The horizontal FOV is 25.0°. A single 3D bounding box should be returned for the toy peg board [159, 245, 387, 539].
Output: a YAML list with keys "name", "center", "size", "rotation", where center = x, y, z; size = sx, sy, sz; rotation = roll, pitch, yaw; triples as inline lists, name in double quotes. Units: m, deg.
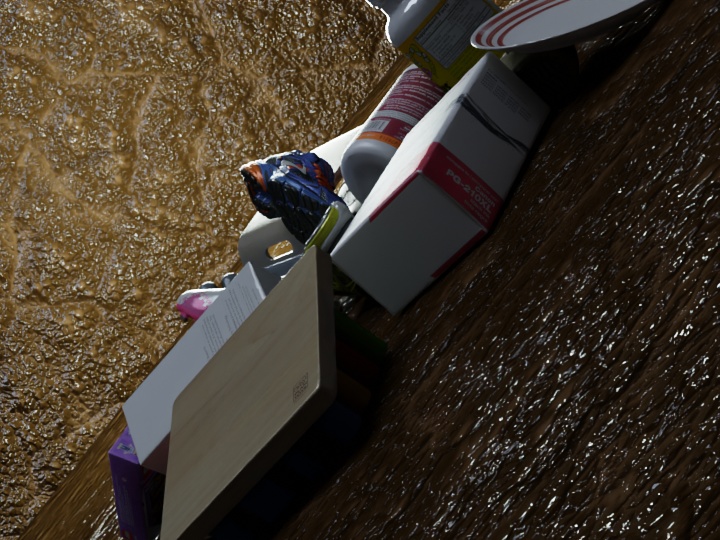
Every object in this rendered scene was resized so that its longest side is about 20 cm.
- name: "toy peg board"
  center: [-0.059, 0.122, 1.290]
  size: [0.200, 0.097, 0.200]
  rotation: [-48, 23, 23]

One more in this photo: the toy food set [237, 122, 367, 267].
- name: "toy food set"
  center: [-0.044, -0.083, 1.856]
  size: [0.143, 0.060, 0.201]
  rotation: [-21, 27, 49]

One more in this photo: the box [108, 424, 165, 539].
- name: "box"
  center: [-0.195, 0.174, 1.721]
  size: [0.138, 0.039, 0.201]
  rotation: [91, -156, -43]

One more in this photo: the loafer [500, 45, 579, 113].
- name: "loafer"
  center: [0.138, -0.158, 1.530]
  size: [0.199, 0.076, 0.068]
  rotation: [-30, 18, 43]

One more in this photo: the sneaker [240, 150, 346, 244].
- name: "sneaker"
  center: [-0.058, -0.088, 1.697]
  size: [0.078, 0.076, 0.200]
  rotation: [-32, 30, -14]

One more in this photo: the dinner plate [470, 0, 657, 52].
- name: "dinner plate"
  center: [0.195, -0.231, 1.457]
  size: [0.198, 0.025, 0.200]
  rotation: [-18, 18, 6]

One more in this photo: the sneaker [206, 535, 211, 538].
- name: "sneaker"
  center: [-0.108, 0.150, 1.443]
  size: [0.200, 0.077, 0.085]
  rotation: [-50, 1, -11]

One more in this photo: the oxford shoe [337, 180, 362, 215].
- name: "oxford shoe"
  center: [0.000, -0.066, 1.901]
  size: [0.073, 0.071, 0.200]
  rotation: [-56, 9, -16]

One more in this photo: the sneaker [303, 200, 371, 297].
- name: "sneaker"
  center: [0.000, 0.000, 1.567]
  size: [0.075, 0.084, 0.200]
  rotation: [-54, -14, -3]

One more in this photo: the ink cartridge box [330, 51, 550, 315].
- name: "ink cartridge box"
  center: [0.074, -0.079, 1.441]
  size: [0.145, 0.084, 0.201]
  rotation: [-43, 11, 43]

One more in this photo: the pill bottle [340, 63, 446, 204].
- name: "pill bottle"
  center: [0.070, -0.158, 1.777]
  size: [0.201, 0.109, 0.109]
  rotation: [-54, 9, -32]

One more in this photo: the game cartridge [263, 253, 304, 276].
- name: "game cartridge"
  center: [-0.058, 0.002, 1.765]
  size: [0.132, 0.041, 0.200]
  rotation: [-23, -1, 1]

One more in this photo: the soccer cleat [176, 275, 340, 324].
- name: "soccer cleat"
  center: [-0.099, 0.038, 1.629]
  size: [0.199, 0.070, 0.087]
  rotation: [18, 86, 37]

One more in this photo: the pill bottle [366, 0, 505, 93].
- name: "pill bottle"
  center: [0.098, -0.248, 1.700]
  size: [0.104, 0.200, 0.104]
  rotation: [-48, 7, 8]

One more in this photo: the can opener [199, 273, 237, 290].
- name: "can opener"
  center: [-0.134, 0.060, 1.793]
  size: [0.052, 0.067, 0.200]
  rotation: [-23, -29, 0]

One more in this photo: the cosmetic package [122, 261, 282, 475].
- name: "cosmetic package"
  center: [-0.117, 0.103, 1.511]
  size: [0.200, 0.107, 0.085]
  rotation: [-49, 41, 18]
